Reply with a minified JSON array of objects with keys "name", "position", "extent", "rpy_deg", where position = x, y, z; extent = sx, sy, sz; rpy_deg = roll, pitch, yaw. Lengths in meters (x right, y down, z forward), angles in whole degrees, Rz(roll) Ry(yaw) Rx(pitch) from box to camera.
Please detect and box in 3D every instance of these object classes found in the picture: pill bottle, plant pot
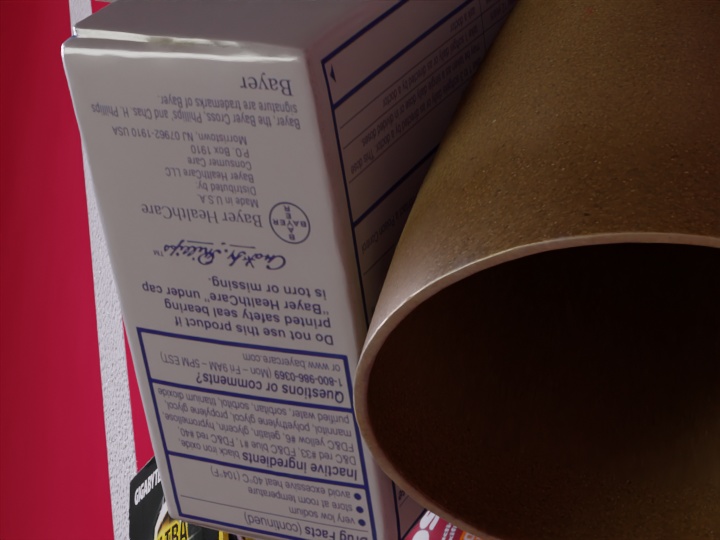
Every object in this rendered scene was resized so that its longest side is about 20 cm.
[{"name":"pill bottle","position":[0.065,0.129,0.749],"extent":[0.200,0.113,0.113],"rpy_deg":[163,111,-70]},{"name":"plant pot","position":[0.104,-0.028,0.622],"extent":[0.186,0.186,0.200],"rpy_deg":[119,165,-51]}]

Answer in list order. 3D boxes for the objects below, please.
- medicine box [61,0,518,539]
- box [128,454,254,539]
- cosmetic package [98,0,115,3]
[{"name":"medicine box","position":[-0.003,-0.025,0.693],"extent":[0.182,0.103,0.200],"rpy_deg":[-43,-48,-50]},{"name":"box","position":[-0.072,0.158,0.888],"extent":[0.200,0.049,0.160],"rpy_deg":[135,135,-63]},{"name":"cosmetic package","position":[-0.068,-0.222,0.835],"extent":[0.087,0.103,0.200],"rpy_deg":[-74,-10,-51]}]
